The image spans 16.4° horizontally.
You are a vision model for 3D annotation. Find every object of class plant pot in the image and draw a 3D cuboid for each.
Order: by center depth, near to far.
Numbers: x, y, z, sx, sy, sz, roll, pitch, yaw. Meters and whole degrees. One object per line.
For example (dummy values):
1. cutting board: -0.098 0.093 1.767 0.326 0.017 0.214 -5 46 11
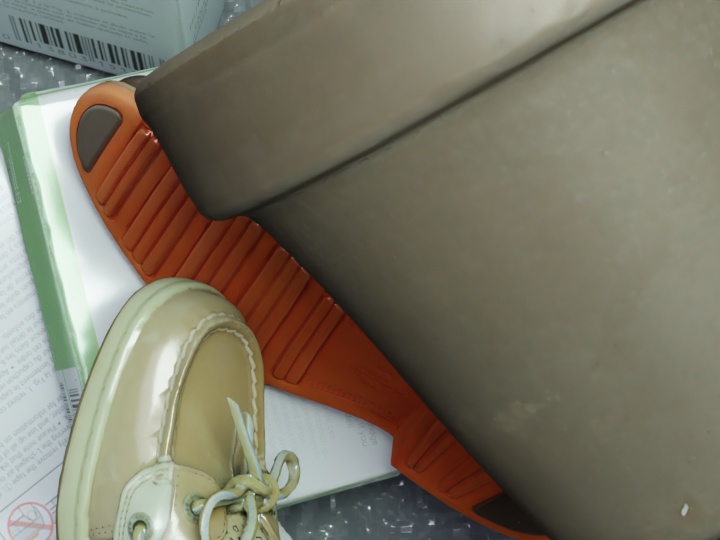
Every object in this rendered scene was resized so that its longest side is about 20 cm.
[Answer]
1. plant pot: 0.067 -0.023 0.670 0.200 0.200 0.175 -31 95 -5

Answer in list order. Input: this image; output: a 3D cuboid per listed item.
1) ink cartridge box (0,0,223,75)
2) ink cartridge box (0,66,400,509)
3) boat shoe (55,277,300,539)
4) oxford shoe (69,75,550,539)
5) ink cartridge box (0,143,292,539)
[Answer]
1. ink cartridge box: -0.146 -0.130 0.792 0.199 0.174 0.044 16 71 5
2. ink cartridge box: -0.004 -0.005 0.814 0.199 0.048 0.146 -14 90 -16
3. boat shoe: -0.045 0.103 0.728 0.062 0.073 0.201 5 94 37
4. oxford shoe: 0.000 0.000 0.768 0.200 0.071 0.073 38 52 -6
5. ink cartridge box: -0.142 0.061 0.830 0.161 0.050 0.200 -38 98 -6
